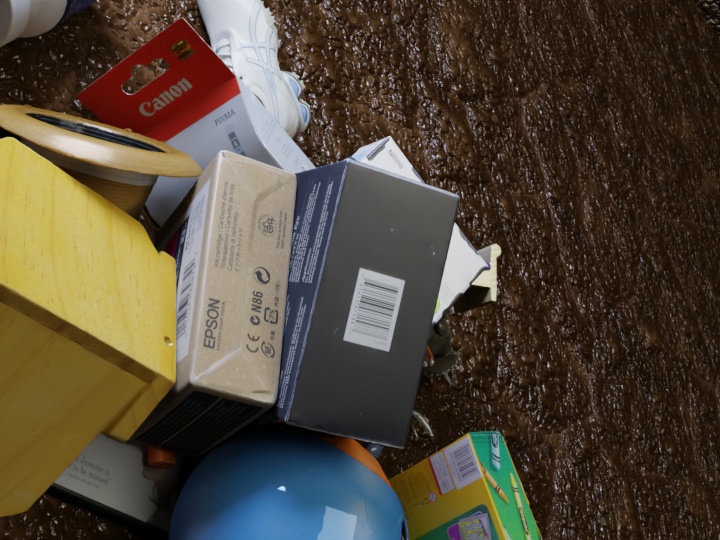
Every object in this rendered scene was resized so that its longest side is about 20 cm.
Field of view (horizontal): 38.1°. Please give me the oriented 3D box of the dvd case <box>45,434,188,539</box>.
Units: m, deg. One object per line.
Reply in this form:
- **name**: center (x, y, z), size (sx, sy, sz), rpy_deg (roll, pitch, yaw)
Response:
- **dvd case**: center (-0.200, 0.113, 0.899), size (0.142, 0.017, 0.202), rpy_deg (35, 45, -37)

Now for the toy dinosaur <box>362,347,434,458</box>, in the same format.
- **toy dinosaur**: center (0.013, 0.136, 1.063), size (0.200, 0.104, 0.184), rpy_deg (40, 56, -54)

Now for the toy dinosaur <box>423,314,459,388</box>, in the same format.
- **toy dinosaur**: center (0.056, 0.062, 1.219), size (0.199, 0.077, 0.103), rpy_deg (26, 84, -27)

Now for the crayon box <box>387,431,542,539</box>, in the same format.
- **crayon box**: center (0.105, 0.264, 0.953), size (0.058, 0.118, 0.202), rpy_deg (9, 54, -47)

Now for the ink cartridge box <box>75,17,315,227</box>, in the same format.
- **ink cartridge box**: center (-0.154, -0.110, 0.963), size (0.200, 0.159, 0.048), rpy_deg (48, 38, -25)

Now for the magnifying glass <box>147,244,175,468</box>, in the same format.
- **magnifying glass**: center (-0.177, 0.072, 0.922), size (0.079, 0.022, 0.202), rpy_deg (20, 54, -46)

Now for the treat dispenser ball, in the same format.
- **treat dispenser ball**: center (-0.059, 0.227, 0.865), size (0.200, 0.200, 0.203), rpy_deg (30, 49, -41)

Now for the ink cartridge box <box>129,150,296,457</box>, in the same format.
- **ink cartridge box**: center (-0.123, 0.031, 0.851), size (0.074, 0.165, 0.202), rpy_deg (16, 59, -25)

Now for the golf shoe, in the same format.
- **golf shoe**: center (-0.131, -0.228, 1.140), size (0.097, 0.078, 0.201), rpy_deg (-40, 103, -48)

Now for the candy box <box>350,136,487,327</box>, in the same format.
- **candy box**: center (0.000, 0.000, 1.009), size (0.200, 0.071, 0.168), rpy_deg (-45, 104, -22)

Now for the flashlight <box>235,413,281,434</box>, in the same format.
- **flashlight**: center (-0.069, 0.112, 1.034), size (0.200, 0.067, 0.069), rpy_deg (-33, 102, -54)

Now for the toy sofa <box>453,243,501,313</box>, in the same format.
- **toy sofa**: center (0.047, -0.017, 1.123), size (0.198, 0.083, 0.099), rpy_deg (9, 75, -24)

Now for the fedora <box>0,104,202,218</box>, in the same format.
- **fedora**: center (-0.229, -0.079, 0.871), size (0.200, 0.199, 0.083), rpy_deg (4, 104, -52)

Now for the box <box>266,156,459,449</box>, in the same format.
- **box**: center (-0.023, 0.025, 0.854), size (0.103, 0.182, 0.202), rpy_deg (15, 85, -23)

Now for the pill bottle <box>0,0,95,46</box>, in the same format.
- **pill bottle**: center (-0.286, -0.275, 0.919), size (0.116, 0.115, 0.201), rpy_deg (54, 37, -18)

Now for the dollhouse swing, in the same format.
- **dollhouse swing**: center (-0.264, 0.044, 0.756), size (0.199, 0.175, 0.183), rpy_deg (36, 30, -36)
